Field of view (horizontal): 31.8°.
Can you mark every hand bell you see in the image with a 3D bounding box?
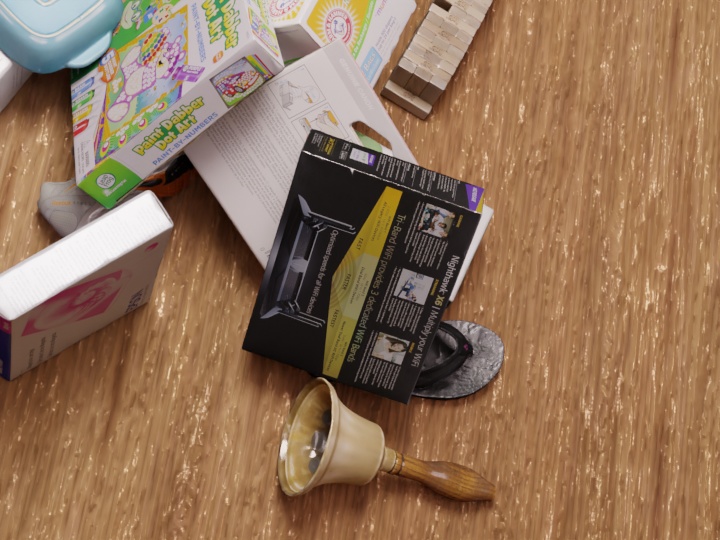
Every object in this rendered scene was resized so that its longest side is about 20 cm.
[{"bbox_3d":[0.037,0.173,1.127,0.198,0.104,0.105,19,69,-23],"label":"hand bell"}]

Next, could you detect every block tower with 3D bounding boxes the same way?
[{"bbox_3d":[0.091,-0.253,1.273,0.054,0.058,0.201,29,69,-5],"label":"block tower"}]

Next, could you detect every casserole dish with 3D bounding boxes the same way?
[{"bbox_3d":[-0.291,-0.263,1.082,0.121,0.039,0.200,-43,92,-23],"label":"casserole dish"}]

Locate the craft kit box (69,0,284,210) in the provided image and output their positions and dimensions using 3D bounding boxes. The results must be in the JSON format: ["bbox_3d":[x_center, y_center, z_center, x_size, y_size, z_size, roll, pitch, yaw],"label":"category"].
[{"bbox_3d":[-0.163,-0.179,1.072,0.048,0.197,0.201,42,21,-40],"label":"craft kit box"}]

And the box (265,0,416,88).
[{"bbox_3d":[-0.067,-0.219,1.127,0.101,0.199,0.113,43,63,-37],"label":"box"}]

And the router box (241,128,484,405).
[{"bbox_3d":[0.000,0.000,1.073,0.156,0.202,0.052,19,28,-2],"label":"router box"}]

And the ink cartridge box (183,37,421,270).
[{"bbox_3d":[-0.036,-0.085,1.090,0.201,0.175,0.045,57,22,-21],"label":"ink cartridge box"}]

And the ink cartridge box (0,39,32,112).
[{"bbox_3d":[-0.335,-0.255,1.132,0.144,0.084,0.201,34,67,-5],"label":"ink cartridge box"}]

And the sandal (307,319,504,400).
[{"bbox_3d":[0.044,0.079,1.165,0.198,0.048,0.076,2,74,-16],"label":"sandal"}]

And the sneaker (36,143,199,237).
[{"bbox_3d":[-0.206,-0.102,1.134,0.092,0.076,0.200,39,62,10],"label":"sneaker"}]

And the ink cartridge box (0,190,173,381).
[{"bbox_3d":[-0.250,0.030,1.012,0.199,0.196,0.043,-33,83,-22],"label":"ink cartridge box"}]

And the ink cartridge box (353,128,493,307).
[{"bbox_3d":[0.015,-0.054,1.189,0.199,0.059,0.105,30,69,-6],"label":"ink cartridge box"}]
